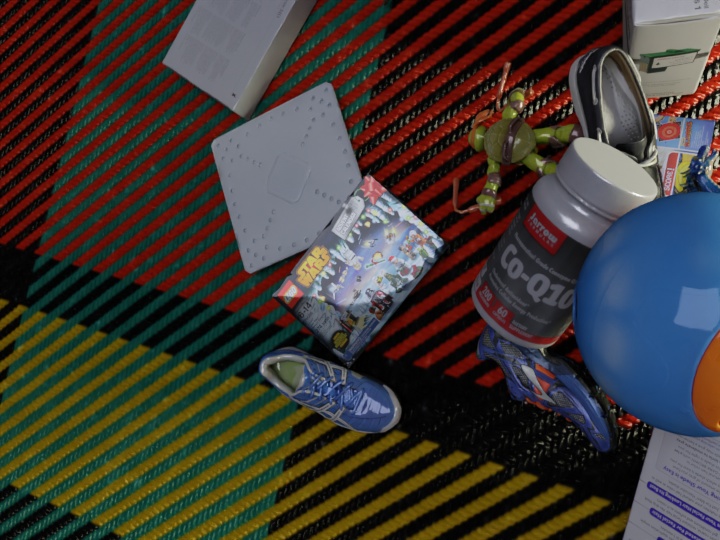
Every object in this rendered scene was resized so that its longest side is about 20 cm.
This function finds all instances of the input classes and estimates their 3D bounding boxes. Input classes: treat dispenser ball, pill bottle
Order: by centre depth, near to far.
[{"bbox_3d":[0.283,0.037,0.597,0.196,0.200,0.206,-2,83,20],"label":"treat dispenser ball"},{"bbox_3d":[0.208,-0.026,0.732,0.114,0.113,0.202,40,127,20],"label":"pill bottle"}]

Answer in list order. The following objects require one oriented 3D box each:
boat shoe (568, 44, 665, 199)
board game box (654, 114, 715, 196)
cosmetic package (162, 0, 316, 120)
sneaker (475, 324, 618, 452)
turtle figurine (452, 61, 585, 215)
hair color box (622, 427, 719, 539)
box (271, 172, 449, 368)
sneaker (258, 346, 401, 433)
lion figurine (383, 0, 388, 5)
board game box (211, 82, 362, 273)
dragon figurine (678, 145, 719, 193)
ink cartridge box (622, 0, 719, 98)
[{"bbox_3d":[0.279,-0.136,0.738,0.072,0.060,0.204,-18,96,-8],"label":"boat shoe"},{"bbox_3d":[0.311,-0.076,0.798,0.133,0.034,0.205,12,88,22],"label":"board game box"},{"bbox_3d":[-0.173,-0.342,1.002,0.150,0.052,0.202,35,97,22],"label":"cosmetic package"},{"bbox_3d":[0.211,0.129,0.802,0.079,0.075,0.200,-51,62,17],"label":"sneaker"},{"bbox_3d":[0.190,-0.155,0.819,0.159,0.064,0.204,15,78,30],"label":"turtle figurine"},{"bbox_3d":[0.338,0.215,0.689,0.108,0.064,0.205,26,115,44],"label":"hair color box"},{"bbox_3d":[0.000,0.000,0.888,0.136,0.040,0.201,40,98,5],"label":"box"},{"bbox_3d":[-0.043,0.153,0.883,0.196,0.077,0.077,16,88,20],"label":"sneaker"},{"bbox_3d":[0.089,-0.450,0.915,0.119,0.072,0.205,6,100,11],"label":"lion figurine"},{"bbox_3d":[-0.094,-0.124,0.961,0.196,0.026,0.204,-22,76,16],"label":"board game box"},{"bbox_3d":[0.363,-0.024,0.715,0.098,0.058,0.205,8,83,35],"label":"dragon figurine"},{"bbox_3d":[0.319,-0.286,0.731,0.082,0.200,0.150,-1,83,19],"label":"ink cartridge box"}]
